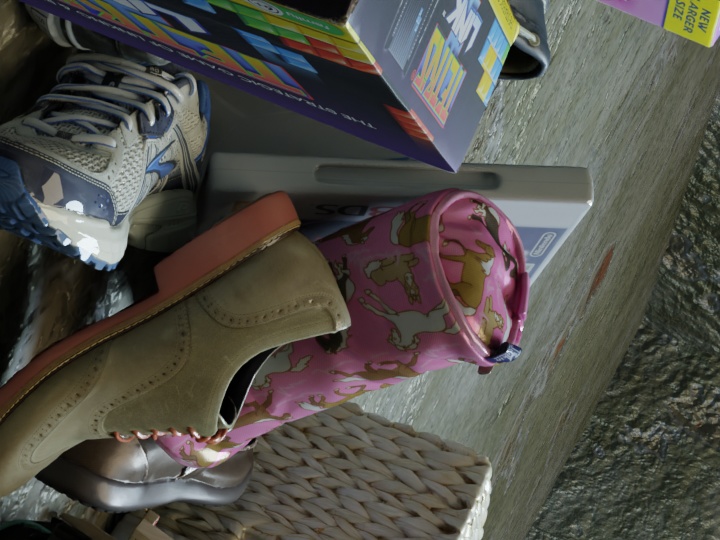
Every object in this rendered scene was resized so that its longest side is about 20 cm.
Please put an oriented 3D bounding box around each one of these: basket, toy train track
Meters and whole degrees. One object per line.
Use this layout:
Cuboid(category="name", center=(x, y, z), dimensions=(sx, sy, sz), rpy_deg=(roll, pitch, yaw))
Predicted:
Cuboid(category="basket", center=(-0.034, 0.191, 1.025), dimensions=(0.201, 0.196, 0.162), rpy_deg=(92, 23, -54))
Cuboid(category="toy train track", center=(-0.099, 0.141, 0.819), dimensions=(0.033, 0.114, 0.200), rpy_deg=(-54, 177, -14))

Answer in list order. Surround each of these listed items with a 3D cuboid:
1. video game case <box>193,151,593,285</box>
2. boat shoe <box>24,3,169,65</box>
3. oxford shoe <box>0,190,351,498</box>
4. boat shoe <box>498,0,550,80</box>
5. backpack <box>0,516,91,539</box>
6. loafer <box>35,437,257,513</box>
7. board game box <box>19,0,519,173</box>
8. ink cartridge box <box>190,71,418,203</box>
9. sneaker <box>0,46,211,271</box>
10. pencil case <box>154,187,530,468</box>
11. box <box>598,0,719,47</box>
Cuboid(category="video game case", center=(0.000, 0.000, 0.814), dimensions=(0.200, 0.180, 0.023), rpy_deg=(118, -29, -62))
Cuboid(category="boat shoe", center=(-0.056, -0.170, 0.630), dimensions=(0.202, 0.070, 0.072), rpy_deg=(-66, 165, -2))
Cuboid(category="oxford shoe", center=(-0.094, 0.051, 0.697), dimensions=(0.199, 0.075, 0.070), rpy_deg=(-36, 178, 16))
Cuboid(category="boat shoe", center=(-0.001, -0.119, 0.718), dimensions=(0.075, 0.198, 0.063), rpy_deg=(-34, -122, 50))
Cuboid(category="backpack", center=(-0.141, 0.244, 0.769), dimensions=(0.201, 0.174, 0.154), rpy_deg=(-57, 159, -16))
Cuboid(category="loafer", center=(-0.099, 0.082, 0.859), dimensions=(0.072, 0.072, 0.200), rpy_deg=(-66, 165, 6))
Cuboid(category="board game box", center=(-0.063, -0.101, 0.460), dimensions=(0.057, 0.198, 0.165), rpy_deg=(-66, 165, -4))
Cuboid(category="ink cartridge box", center=(-0.021, -0.035, 0.846), dimensions=(0.200, 0.113, 0.069), rpy_deg=(75, 10, -67))
Cuboid(category="sneaker", center=(-0.106, -0.055, 0.644), dimensions=(0.200, 0.076, 0.086), rpy_deg=(-32, 143, -81))
Cuboid(category="pencil case", center=(-0.018, 0.030, 0.756), dimensions=(0.083, 0.198, 0.087), rpy_deg=(-36, 103, -58))
Cuboid(category="box", center=(0.155, -0.260, 0.983), dimensions=(0.097, 0.198, 0.177), rpy_deg=(-57, 164, -29))
